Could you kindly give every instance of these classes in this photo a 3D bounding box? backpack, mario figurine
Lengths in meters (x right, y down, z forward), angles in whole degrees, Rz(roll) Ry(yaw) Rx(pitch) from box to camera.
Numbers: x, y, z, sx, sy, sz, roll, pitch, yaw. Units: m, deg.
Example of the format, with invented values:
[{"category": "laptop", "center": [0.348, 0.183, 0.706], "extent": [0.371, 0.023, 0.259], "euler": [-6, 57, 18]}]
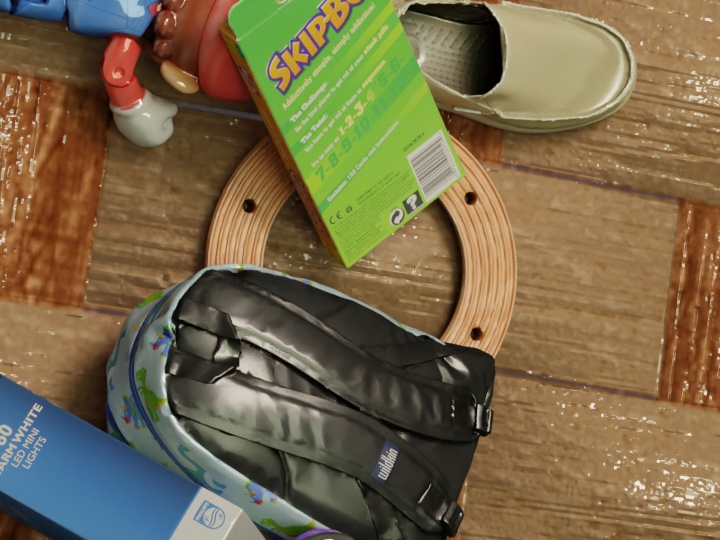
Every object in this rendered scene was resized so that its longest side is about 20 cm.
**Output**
[{"category": "backpack", "center": [-0.046, 0.081, 1.625], "extent": [0.200, 0.154, 0.163], "euler": [30, 67, -35]}, {"category": "mario figurine", "center": [-0.137, -0.153, 1.654], "extent": [0.200, 0.123, 0.106], "euler": [22, 39, -12]}]

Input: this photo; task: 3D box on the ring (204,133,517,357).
[{"category": "ring", "center": [0.000, 0.000, 1.724], "extent": [0.200, 0.019, 0.201], "euler": [0, 90, -21]}]

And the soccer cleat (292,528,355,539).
[{"category": "soccer cleat", "center": [-0.054, 0.210, 1.617], "extent": [0.068, 0.073, 0.200], "euler": [9, 124, -20]}]

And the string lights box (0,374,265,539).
[{"category": "string lights box", "center": [-0.154, 0.118, 1.567], "extent": [0.200, 0.103, 0.059], "euler": [28, 78, 14]}]

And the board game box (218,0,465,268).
[{"category": "board game box", "center": [-0.011, -0.102, 1.647], "extent": [0.096, 0.030, 0.200], "euler": [-38, 134, -15]}]

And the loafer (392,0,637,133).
[{"category": "loafer", "center": [0.082, -0.124, 1.731], "extent": [0.200, 0.068, 0.076], "euler": [3, 88, -22]}]
